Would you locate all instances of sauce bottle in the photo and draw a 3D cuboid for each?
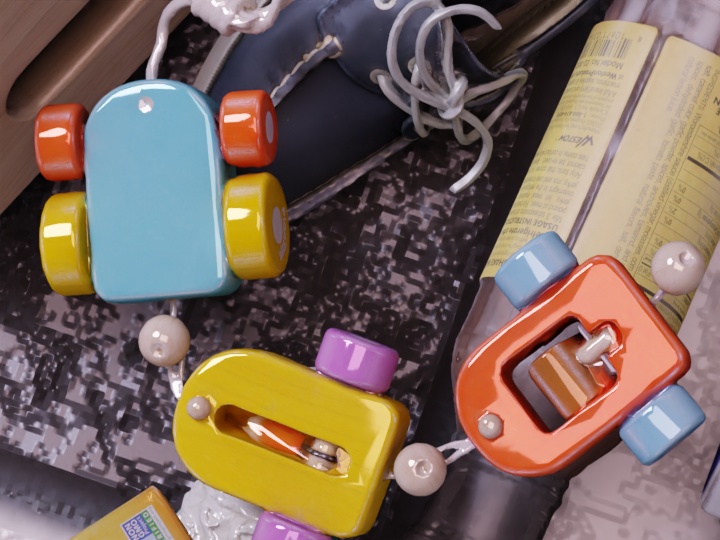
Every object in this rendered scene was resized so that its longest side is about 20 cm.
[{"bbox_3d":[0.067,0.008,0.810,0.065,0.065,0.201,25,82,6],"label":"sauce bottle"}]

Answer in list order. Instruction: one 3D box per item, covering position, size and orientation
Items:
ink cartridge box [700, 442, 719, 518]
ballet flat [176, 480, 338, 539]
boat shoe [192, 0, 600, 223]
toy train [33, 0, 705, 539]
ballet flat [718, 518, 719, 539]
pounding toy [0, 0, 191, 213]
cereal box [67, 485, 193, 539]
[{"bbox_3d":[0.222,0.021,0.777,0.199,0.041,0.200,21,56,4],"label":"ink cartridge box"},{"bbox_3d":[0.001,0.146,0.788,0.072,0.072,0.200,-33,73,-5],"label":"ballet flat"},{"bbox_3d":[0.028,-0.077,0.807,0.200,0.075,0.062,-40,52,4],"label":"boat shoe"},{"bbox_3d":[0.000,0.000,0.766,0.150,0.056,0.200,-44,79,7],"label":"toy train"},{"bbox_3d":[0.144,0.112,0.791,0.070,0.071,0.201,-25,79,-3],"label":"ballet flat"},{"bbox_3d":[-0.111,-0.118,0.818,0.184,0.142,0.200,39,80,23],"label":"pounding toy"},{"bbox_3d":[-0.101,0.173,0.722,0.200,0.040,0.144,-33,78,-9],"label":"cereal box"}]
